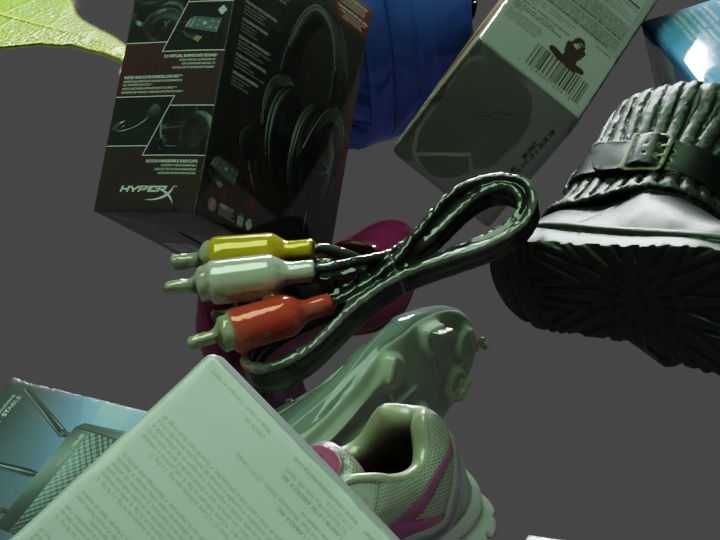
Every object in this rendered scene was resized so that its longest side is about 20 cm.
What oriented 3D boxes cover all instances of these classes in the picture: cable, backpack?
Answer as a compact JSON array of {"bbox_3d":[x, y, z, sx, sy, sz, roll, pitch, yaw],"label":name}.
[{"bbox_3d":[0.000,0.000,1.252,0.199,0.050,0.097,-19,45,2],"label":"cable"},{"bbox_3d":[-0.020,-0.166,1.616,0.168,0.163,0.200,-27,38,-23],"label":"backpack"}]

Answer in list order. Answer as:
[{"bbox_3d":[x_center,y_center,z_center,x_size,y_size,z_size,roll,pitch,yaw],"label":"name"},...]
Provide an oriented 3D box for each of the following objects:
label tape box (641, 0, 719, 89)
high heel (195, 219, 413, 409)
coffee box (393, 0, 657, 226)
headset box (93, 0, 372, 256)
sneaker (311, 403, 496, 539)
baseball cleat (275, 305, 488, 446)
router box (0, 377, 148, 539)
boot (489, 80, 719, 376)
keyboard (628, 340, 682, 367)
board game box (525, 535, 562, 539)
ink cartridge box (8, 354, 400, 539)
[{"bbox_3d":[0.289,-0.134,1.482,0.199,0.063,0.144,-17,26,-1],"label":"label tape box"},{"bbox_3d":[-0.025,0.000,1.371,0.067,0.096,0.200,-1,31,28],"label":"high heel"},{"bbox_3d":[0.113,-0.136,1.499,0.114,0.080,0.200,-50,3,44],"label":"coffee box"},{"bbox_3d":[-0.070,-0.107,1.439,0.077,0.149,0.201,3,74,31],"label":"headset box"},{"bbox_3d":[-0.023,0.129,1.137,0.081,0.088,0.200,10,38,42],"label":"sneaker"},{"bbox_3d":[-0.026,0.076,1.260,0.106,0.070,0.200,9,36,40],"label":"baseball cleat"},{"bbox_3d":[-0.161,0.151,1.154,0.150,0.062,0.200,9,51,41],"label":"router box"},{"bbox_3d":[0.187,-0.029,1.289,0.211,0.080,0.158,14,43,36],"label":"boot"},{"bbox_3d":[0.220,-0.013,1.343,0.200,0.021,0.127,-24,28,-16],"label":"keyboard"},{"bbox_3d":[0.082,0.190,1.023,0.126,0.035,0.200,3,33,35],"label":"board game box"},{"bbox_3d":[-0.081,0.159,1.061,0.200,0.057,0.163,-44,74,-5],"label":"ink cartridge box"}]
